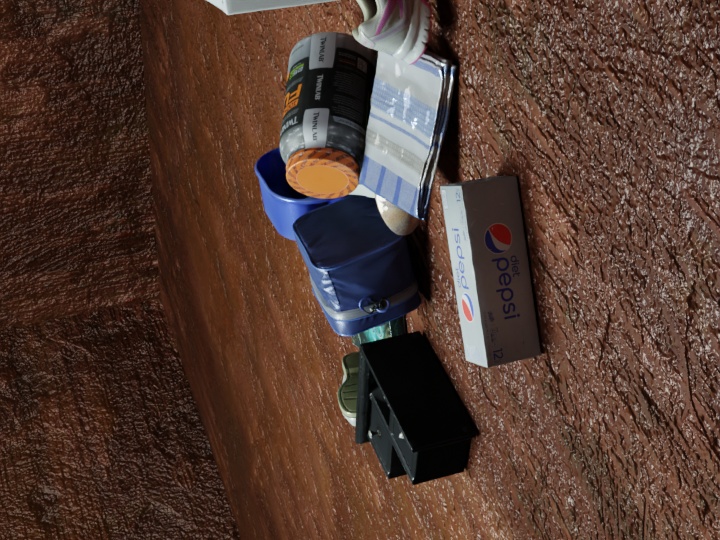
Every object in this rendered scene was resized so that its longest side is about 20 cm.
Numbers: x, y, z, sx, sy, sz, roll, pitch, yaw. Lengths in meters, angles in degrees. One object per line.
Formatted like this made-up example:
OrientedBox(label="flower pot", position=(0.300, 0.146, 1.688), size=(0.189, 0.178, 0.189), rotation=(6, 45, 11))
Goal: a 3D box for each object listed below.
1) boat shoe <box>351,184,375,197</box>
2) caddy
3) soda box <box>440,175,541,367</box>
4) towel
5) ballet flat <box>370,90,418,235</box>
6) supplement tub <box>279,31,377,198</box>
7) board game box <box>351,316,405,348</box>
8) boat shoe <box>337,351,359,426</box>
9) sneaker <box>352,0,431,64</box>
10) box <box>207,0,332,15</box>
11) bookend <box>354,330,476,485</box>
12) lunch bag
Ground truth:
OrientedBox(label="boat shoe", position=(0.008, -0.140, 1.714), size=(0.200, 0.071, 0.064), rotation=(13, 114, 63))
OrientedBox(label="caddy", position=(-0.080, -0.132, 1.878), size=(0.200, 0.141, 0.105), rotation=(-126, 25, -54))
OrientedBox(label="soda box", position=(0.142, 0.000, 1.347), size=(0.063, 0.068, 0.201), rotation=(-170, 70, -71))
OrientedBox(label="towel", position=(0.051, -0.176, 1.500), size=(0.147, 0.024, 0.201), rotation=(36, 124, 47))
OrientedBox(label="ballet flat", position=(0.050, -0.142, 1.573), size=(0.067, 0.068, 0.201), rotation=(8, 110, 65))
OrientedBox(label="supplement tub", position=(-0.042, -0.204, 1.639), size=(0.123, 0.122, 0.200), rotation=(110, 166, -60))
OrientedBox(label="board game box", position=(0.022, 0.066, 1.860), size=(0.200, 0.028, 0.136), rotation=(-154, 56, -70))
OrientedBox(label="boat shoe", position=(0.005, 0.193, 1.891), size=(0.200, 0.075, 0.069), rotation=(-85, -13, -69))
OrientedBox(label="sneaker", position=(0.036, -0.341, 1.413), size=(0.081, 0.088, 0.201), rotation=(168, 107, -73))
OrientedBox(label="box", position=(-0.111, -0.424, 1.685), size=(0.152, 0.199, 0.107), rotation=(-135, 38, -61))
OrientedBox(label="bookend", position=(0.069, 0.226, 1.692), size=(0.199, 0.092, 0.200), rotation=(-118, 22, -44))
OrientedBox(label="lunch bag", position=(0.000, 0.000, 1.689), size=(0.200, 0.136, 0.133), rotation=(-119, 10, -58))
